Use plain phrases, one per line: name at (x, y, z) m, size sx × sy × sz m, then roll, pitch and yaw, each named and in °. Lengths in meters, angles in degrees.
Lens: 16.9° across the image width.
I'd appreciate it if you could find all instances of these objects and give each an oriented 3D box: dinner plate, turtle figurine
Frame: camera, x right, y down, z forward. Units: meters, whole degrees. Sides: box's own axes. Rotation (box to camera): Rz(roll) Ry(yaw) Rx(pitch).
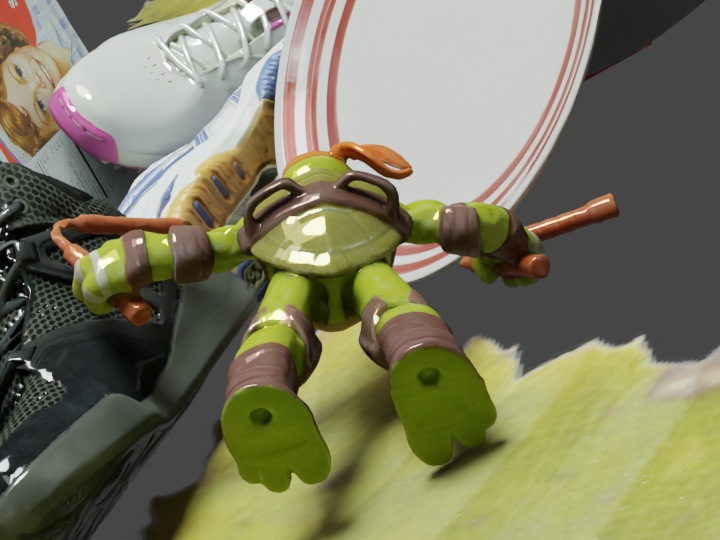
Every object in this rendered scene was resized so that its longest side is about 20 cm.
dinner plate at (0.032, -0.089, 0.935) m, size 0.200 × 0.024 × 0.201 m, roll -23°, pitch 61°, yaw 48°
turtle figurine at (0.000, 0.000, 0.791) m, size 0.199 × 0.065 × 0.161 m, roll 0°, pitch 31°, yaw -8°

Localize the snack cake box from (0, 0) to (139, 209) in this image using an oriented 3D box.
snack cake box at (-0.169, -0.068, 1.083) m, size 0.067 × 0.200 × 0.115 m, roll -22°, pitch 18°, yaw 28°

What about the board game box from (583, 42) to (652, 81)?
board game box at (0.064, -0.104, 1.116) m, size 0.103 × 0.019 × 0.200 m, roll -29°, pitch 17°, yaw 1°

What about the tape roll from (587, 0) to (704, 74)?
tape roll at (0.098, -0.177, 1.006) m, size 0.200 × 0.066 × 0.201 m, roll -38°, pitch 31°, yaw 28°

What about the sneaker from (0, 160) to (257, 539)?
sneaker at (-0.116, 0.031, 0.838) m, size 0.076 × 0.114 × 0.199 m, roll -56°, pitch 2°, yaw 31°

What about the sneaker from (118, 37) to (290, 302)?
sneaker at (-0.057, -0.043, 1.042) m, size 0.088 × 0.075 × 0.200 m, roll -16°, pitch 21°, yaw 40°

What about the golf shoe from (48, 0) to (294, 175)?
golf shoe at (-0.057, -0.103, 1.103) m, size 0.200 × 0.075 × 0.092 m, roll -23°, pitch -26°, yaw -48°
